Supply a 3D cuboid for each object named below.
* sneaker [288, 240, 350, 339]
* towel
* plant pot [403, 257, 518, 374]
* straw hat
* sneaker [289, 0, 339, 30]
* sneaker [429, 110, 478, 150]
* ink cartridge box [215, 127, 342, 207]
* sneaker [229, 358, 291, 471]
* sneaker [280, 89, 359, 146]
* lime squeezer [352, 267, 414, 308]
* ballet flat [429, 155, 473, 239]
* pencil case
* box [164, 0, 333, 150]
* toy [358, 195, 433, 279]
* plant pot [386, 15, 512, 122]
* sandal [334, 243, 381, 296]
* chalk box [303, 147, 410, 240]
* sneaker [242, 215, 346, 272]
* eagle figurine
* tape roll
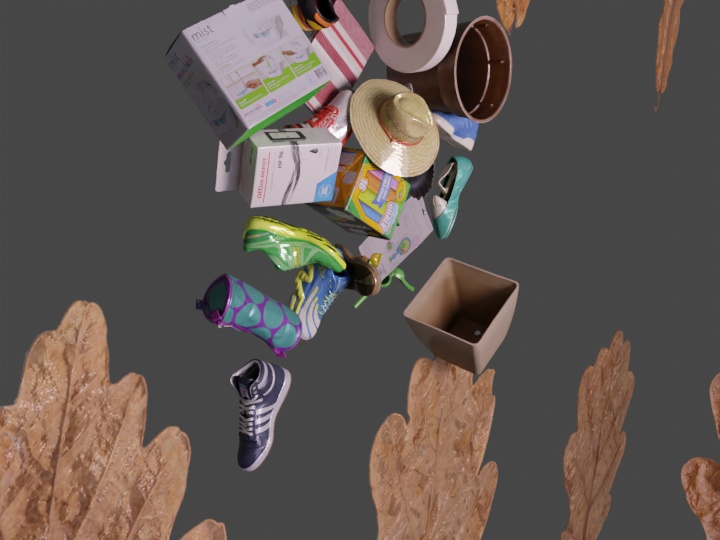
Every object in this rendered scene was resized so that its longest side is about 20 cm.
[{"bbox_3d":[-0.077,0.042,1.444,0.075,0.104,0.202,-4,103,-47],"label":"sneaker"},{"bbox_3d":[-0.056,-0.390,1.423,0.144,0.023,0.201,43,70,-47],"label":"towel"},{"bbox_3d":[0.245,0.123,1.773,0.200,0.199,0.178,-49,144,-28],"label":"plant pot"},{"bbox_3d":[0.083,-0.279,1.381,0.199,0.085,0.203,9,71,-26],"label":"straw hat"},{"bbox_3d":[-0.091,-0.514,1.298,0.070,0.090,0.201,-44,130,-31],"label":"sneaker"},{"bbox_3d":[0.210,-0.349,1.681,0.199,0.076,0.112,17,93,-53],"label":"sneaker"},{"bbox_3d":[-0.140,-0.175,1.287,0.198,0.068,0.117,-9,128,-29],"label":"ink cartridge box"},{"bbox_3d":[-0.203,0.260,1.386,0.108,0.070,0.202,40,63,-50],"label":"sneaker"},{"bbox_3d":[-0.081,-0.257,1.378,0.108,0.067,0.203,26,92,-48],"label":"sneaker"},{"bbox_3d":[0.056,0.030,1.652,0.199,0.038,0.071,-15,142,-46],"label":"lime squeezer"},{"bbox_3d":[0.195,-0.174,1.734,0.070,0.067,0.202,24,81,-23],"label":"ballet flat"},{"bbox_3d":[-0.192,0.082,1.343,0.200,0.085,0.093,32,60,-47],"label":"pencil case"},{"bbox_3d":[-0.175,-0.324,1.201,0.200,0.096,0.177,-41,99,-34],"label":"box"},{"bbox_3d":[0.067,-0.074,1.620,0.200,0.047,0.116,-46,134,-26],"label":"toy"},{"bbox_3d":[0.172,-0.409,1.537,0.199,0.197,0.202,-16,112,-45],"label":"plant pot"},{"bbox_3d":[0.000,0.000,1.453,0.054,0.200,0.081,-9,108,-24],"label":"sandal"},{"bbox_3d":[0.007,-0.143,1.479,0.200,0.124,0.125,29,78,-49],"label":"chalk box"},{"bbox_3d":[-0.122,-0.036,1.370,0.198,0.074,0.084,20,102,-13],"label":"sneaker"},{"bbox_3d":[0.076,-0.261,1.527,0.200,0.150,0.153,45,52,-33],"label":"eagle figurine"},{"bbox_3d":[0.096,-0.479,1.431,0.037,0.202,0.205,-18,113,-41],"label":"tape roll"}]
